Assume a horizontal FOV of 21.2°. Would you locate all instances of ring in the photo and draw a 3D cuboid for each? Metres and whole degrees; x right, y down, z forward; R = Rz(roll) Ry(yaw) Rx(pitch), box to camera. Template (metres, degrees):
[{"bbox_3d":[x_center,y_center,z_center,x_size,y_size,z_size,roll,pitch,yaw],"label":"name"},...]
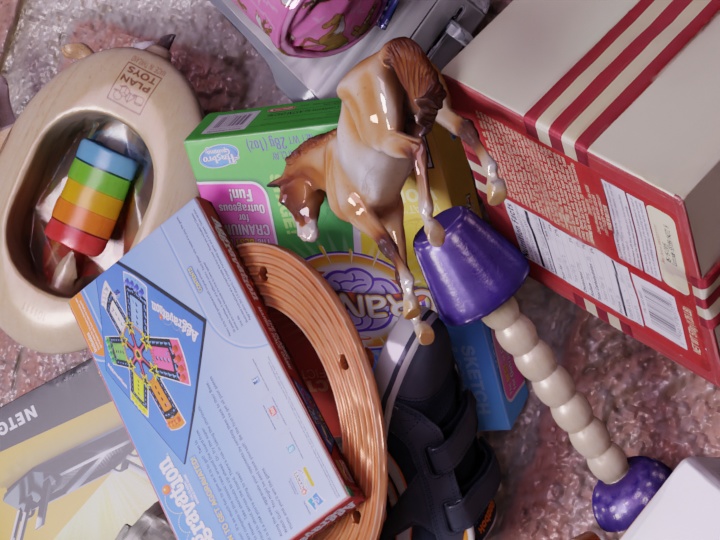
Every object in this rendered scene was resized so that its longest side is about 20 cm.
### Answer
[{"bbox_3d":[-0.041,0.083,1.064,0.200,0.019,0.201,18,113,53],"label":"ring"}]

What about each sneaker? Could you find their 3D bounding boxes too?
[{"bbox_3d":[0.042,0.106,1.072,0.079,0.078,0.200,20,134,15],"label":"sneaker"}]

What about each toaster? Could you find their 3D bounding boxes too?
[{"bbox_3d":[-0.018,-0.175,1.153,0.129,0.114,0.200,-47,62,9],"label":"toaster"}]

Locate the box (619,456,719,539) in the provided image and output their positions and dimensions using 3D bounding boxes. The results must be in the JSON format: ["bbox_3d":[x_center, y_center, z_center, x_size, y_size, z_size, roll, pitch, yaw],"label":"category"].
[{"bbox_3d":[0.182,0.182,0.956,0.106,0.200,0.152,41,102,23],"label":"box"}]

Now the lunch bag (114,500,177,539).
[{"bbox_3d":[-0.092,0.243,1.085,0.164,0.118,0.200,36,124,13],"label":"lunch bag"}]

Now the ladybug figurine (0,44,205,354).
[{"bbox_3d":[-0.158,-0.044,1.184,0.135,0.072,0.200,28,95,14],"label":"ladybug figurine"}]

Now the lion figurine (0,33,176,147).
[{"bbox_3d":[-0.200,-0.078,1.253,0.199,0.072,0.123,-13,85,20],"label":"lion figurine"}]

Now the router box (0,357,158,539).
[{"bbox_3d":[-0.139,0.131,1.192,0.200,0.052,0.158,-29,81,20],"label":"router box"}]

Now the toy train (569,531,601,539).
[{"bbox_3d":[0.073,0.197,1.015,0.056,0.200,0.150,48,128,19],"label":"toy train"}]

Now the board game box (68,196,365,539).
[{"bbox_3d":[-0.082,0.068,1.043,0.103,0.019,0.200,-37,63,17],"label":"board game box"}]

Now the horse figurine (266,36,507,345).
[{"bbox_3d":[0.014,-0.052,0.959,0.050,0.200,0.133,-15,62,-22],"label":"horse figurine"}]

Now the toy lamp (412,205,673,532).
[{"bbox_3d":[0.098,0.052,1.035,0.058,0.058,0.200,-32,108,19],"label":"toy lamp"}]

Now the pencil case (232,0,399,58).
[{"bbox_3d":[-0.058,-0.207,1.072,0.200,0.086,0.083,51,143,29],"label":"pencil case"}]

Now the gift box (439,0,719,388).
[{"bbox_3d":[0.183,-0.069,0.977,0.200,0.185,0.187,33,69,31],"label":"gift box"}]

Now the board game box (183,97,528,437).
[{"bbox_3d":[0.000,0.000,1.099,0.153,0.040,0.201,-5,116,25],"label":"board game box"}]
